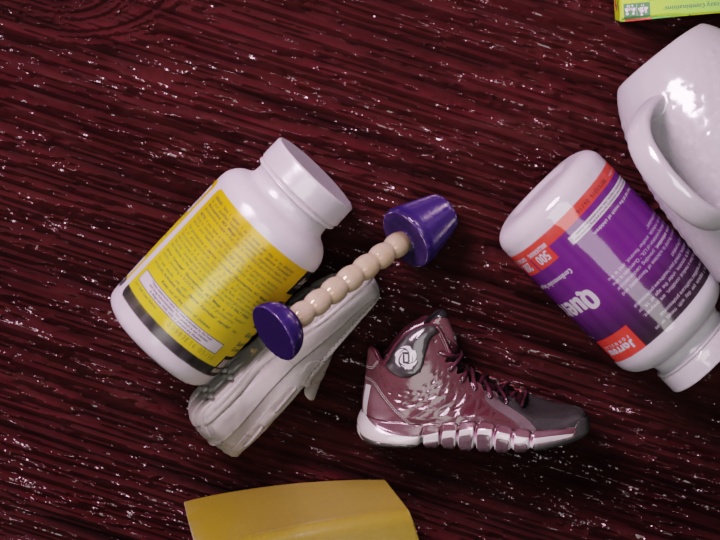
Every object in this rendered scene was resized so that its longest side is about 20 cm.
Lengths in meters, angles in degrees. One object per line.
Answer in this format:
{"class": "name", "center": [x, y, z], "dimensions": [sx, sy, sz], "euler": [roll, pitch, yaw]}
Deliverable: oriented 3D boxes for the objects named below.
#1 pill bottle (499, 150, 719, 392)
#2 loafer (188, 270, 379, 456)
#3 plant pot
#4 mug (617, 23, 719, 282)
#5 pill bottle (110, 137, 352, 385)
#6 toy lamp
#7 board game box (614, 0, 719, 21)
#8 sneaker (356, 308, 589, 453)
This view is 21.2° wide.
{"class": "pill bottle", "center": [0.217, 0.004, 1.593], "dimensions": [0.200, 0.112, 0.112], "euler": [45, 98, -4]}
{"class": "loafer", "center": [-0.058, 0.077, 1.644], "dimensions": [0.200, 0.070, 0.070], "euler": [-41, 117, 4]}
{"class": "plant pot", "center": [-0.031, 0.277, 1.615], "dimensions": [0.175, 0.200, 0.201], "euler": [-19, 98, -6]}
{"class": "mug", "center": [0.281, -0.096, 1.535], "dimensions": [0.176, 0.200, 0.148], "euler": [53, 128, 6]}
{"class": "pill bottle", "center": [-0.104, -0.010, 1.605], "dimensions": [0.112, 0.112, 0.200], "euler": [44, 98, -4]}
{"class": "toy lamp", "center": [0.000, 0.000, 1.587], "dimensions": [0.200, 0.058, 0.058], "euler": [-34, 98, -28]}
{"class": "board game box", "center": [0.307, -0.263, 1.581], "dimensions": [0.199, 0.048, 0.102], "euler": [-4, 99, 3]}
{"class": "sneaker", "center": [0.095, 0.091, 1.633], "dimensions": [0.199, 0.076, 0.116], "euler": [0, 96, 3]}
